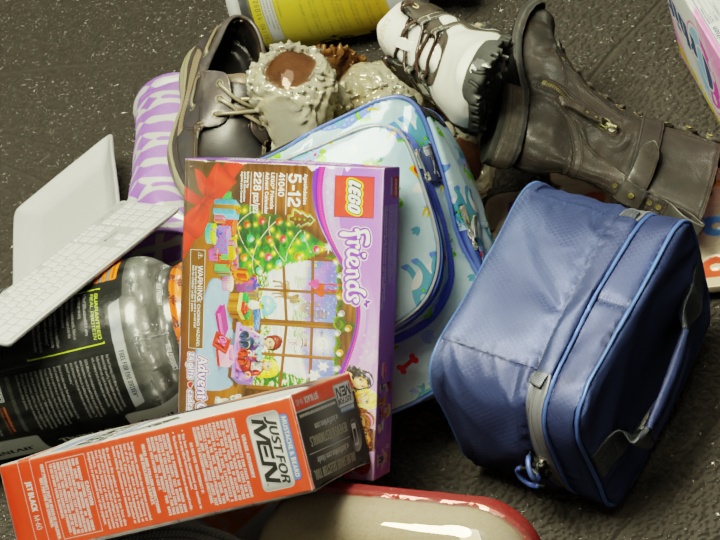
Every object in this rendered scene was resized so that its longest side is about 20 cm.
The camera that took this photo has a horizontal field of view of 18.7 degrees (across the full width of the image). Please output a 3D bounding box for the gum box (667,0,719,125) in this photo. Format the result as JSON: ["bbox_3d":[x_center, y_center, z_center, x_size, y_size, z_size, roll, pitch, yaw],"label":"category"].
[{"bbox_3d":[0.285,-0.154,1.604,0.066,0.114,0.200,-20,41,2],"label":"gum box"}]

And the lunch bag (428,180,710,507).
[{"bbox_3d":[0.145,0.054,1.424,0.132,0.136,0.200,14,61,30],"label":"lunch bag"}]

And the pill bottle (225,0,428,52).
[{"bbox_3d":[-0.009,-0.251,1.829,0.200,0.112,0.112,-10,43,13],"label":"pill bottle"}]

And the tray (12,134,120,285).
[{"bbox_3d":[-0.226,-0.034,1.715,0.107,0.022,0.200,-39,24,10],"label":"tray"}]

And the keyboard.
[{"bbox_3d":[-0.206,0.000,1.549,0.056,0.011,0.200,1,29,36],"label":"keyboard"}]

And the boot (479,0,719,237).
[{"bbox_3d":[0.179,-0.106,1.587,0.174,0.069,0.200,17,42,-4],"label":"boot"}]

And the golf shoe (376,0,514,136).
[{"bbox_3d":[0.054,-0.149,1.564,0.094,0.078,0.200,20,7,-6],"label":"golf shoe"}]

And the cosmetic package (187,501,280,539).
[{"bbox_3d":[-0.128,0.203,1.439,0.200,0.071,0.101,-41,45,-19],"label":"cosmetic package"}]

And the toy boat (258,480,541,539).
[{"bbox_3d":[0.036,0.188,1.371,0.200,0.131,0.131,4,17,25],"label":"toy boat"}]

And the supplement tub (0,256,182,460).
[{"bbox_3d":[-0.198,0.061,1.576,0.200,0.123,0.123,-13,43,10],"label":"supplement tub"}]

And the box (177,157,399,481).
[{"bbox_3d":[-0.047,0.029,1.407,0.137,0.201,0.039,3,5,17],"label":"box"}]

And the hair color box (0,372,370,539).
[{"bbox_3d":[-0.107,0.119,1.355,0.200,0.064,0.111,-13,0,19],"label":"hair color box"}]

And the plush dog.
[{"bbox_3d":[0.012,-0.096,1.668,0.200,0.161,0.172,27,40,7],"label":"plush dog"}]

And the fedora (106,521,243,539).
[{"bbox_3d":[-0.144,0.225,1.303,0.200,0.090,0.177,-19,61,8],"label":"fedora"}]

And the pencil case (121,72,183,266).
[{"bbox_3d":[-0.149,-0.068,1.721,0.085,0.084,0.200,-35,34,29],"label":"pencil case"}]

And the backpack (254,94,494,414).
[{"bbox_3d":[0.000,0.000,1.489,0.183,0.200,0.147,-23,-3,12],"label":"backpack"}]

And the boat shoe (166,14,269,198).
[{"bbox_3d":[-0.105,-0.122,1.679,0.074,0.073,0.200,11,44,-20],"label":"boat shoe"}]

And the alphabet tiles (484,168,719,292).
[{"bbox_3d":[0.181,-0.020,1.583,0.195,0.015,0.200,-7,44,17],"label":"alphabet tiles"}]
